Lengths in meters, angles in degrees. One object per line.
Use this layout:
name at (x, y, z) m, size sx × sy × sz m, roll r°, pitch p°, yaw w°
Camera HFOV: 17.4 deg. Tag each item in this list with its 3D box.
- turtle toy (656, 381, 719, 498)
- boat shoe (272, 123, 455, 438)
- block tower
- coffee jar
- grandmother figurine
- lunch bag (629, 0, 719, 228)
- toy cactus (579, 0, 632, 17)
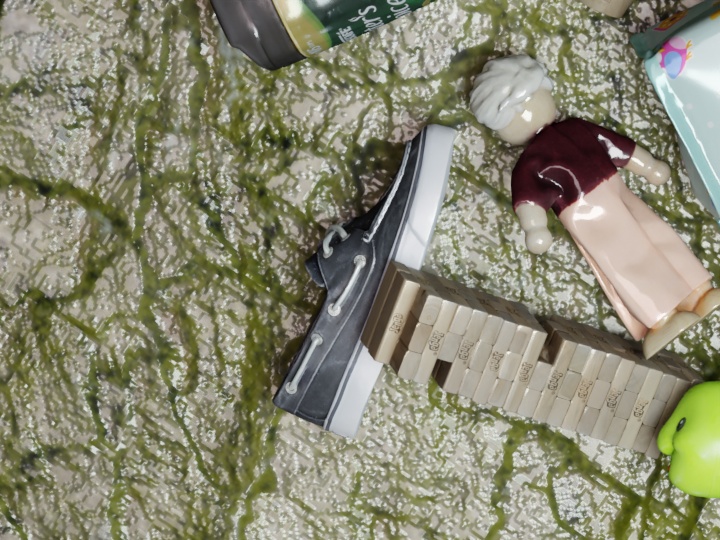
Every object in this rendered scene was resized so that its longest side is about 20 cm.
turtle toy at (0.273, 0.083, 1.371) m, size 0.199 × 0.146 × 0.102 m, roll -28°, pitch 81°, yaw -1°
boat shoe at (0.000, 0.000, 1.425) m, size 0.067 × 0.072 × 0.201 m, roll 21°, pitch 105°, yaw 0°
block tower at (0.103, 0.055, 1.394) m, size 0.199 × 0.054 × 0.058 m, roll 17°, pitch 105°, yaw -19°
coffee jar at (0.007, -0.189, 1.382) m, size 0.199 × 0.104 × 0.086 m, roll -23°, pitch 92°, yaw 7°
grandmother figurine at (0.133, -0.044, 1.401) m, size 0.201 × 0.121 × 0.061 m, roll 54°, pitch 133°, yaw 8°
lunch bag at (0.272, -0.079, 1.367) m, size 0.169 × 0.122 × 0.201 m, roll -25°, pitch 100°, yaw 6°
toy cactus at (0.177, -0.227, 1.379) m, size 0.199 × 0.102 × 0.166 m, roll 21°, pitch 108°, yaw -8°
